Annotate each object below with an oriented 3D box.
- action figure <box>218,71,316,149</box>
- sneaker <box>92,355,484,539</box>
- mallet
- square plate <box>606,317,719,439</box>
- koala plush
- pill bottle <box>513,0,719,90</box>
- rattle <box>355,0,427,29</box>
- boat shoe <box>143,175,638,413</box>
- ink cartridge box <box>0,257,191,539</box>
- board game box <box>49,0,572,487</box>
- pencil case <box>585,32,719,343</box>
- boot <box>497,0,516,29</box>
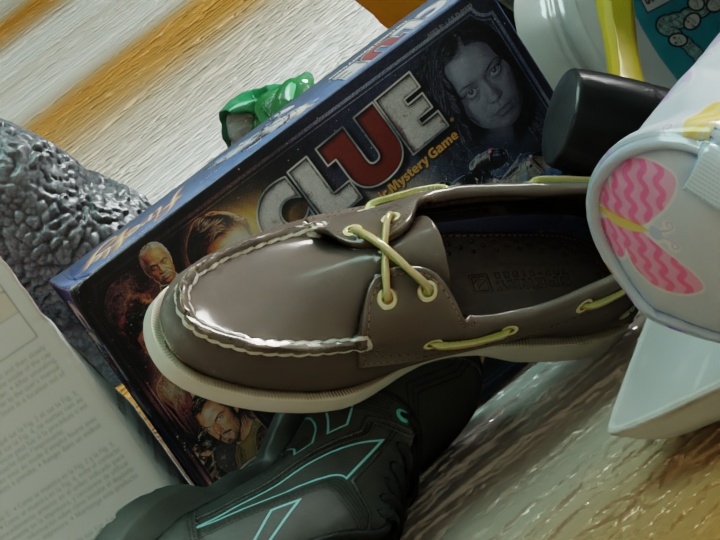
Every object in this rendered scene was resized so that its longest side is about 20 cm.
[{"bbox_3d":[-0.019,-0.038,1.138,0.117,0.055,0.200,2,-18,6],"label":"action figure"},{"bbox_3d":[-0.010,0.089,0.957,0.079,0.076,0.200,19,42,35],"label":"sneaker"},{"bbox_3d":[0.091,-0.104,1.056,0.201,0.065,0.041,-101,27,-45],"label":"mallet"},{"bbox_3d":[0.189,-0.022,0.915,0.197,0.029,0.200,-27,17,29],"label":"square plate"},{"bbox_3d":[-0.162,0.048,1.167,0.177,0.184,0.201,25,83,28],"label":"koala plush"},{"bbox_3d":[0.165,-0.134,1.144,0.199,0.111,0.111,-27,17,28],"label":"pill bottle"},{"bbox_3d":[0.097,-0.167,1.348,0.200,0.143,0.130,-41,-3,0],"label":"rattle"},{"bbox_3d":[0.020,0.003,0.960,0.199,0.072,0.060,-5,-30,-26],"label":"boat shoe"},{"bbox_3d":[-0.165,0.080,1.016,0.160,0.200,0.047,-33,16,3],"label":"ink cartridge box"},{"bbox_3d":[0.000,0.000,1.039,0.200,0.136,0.035,-38,16,-9],"label":"board game box"},{"bbox_3d":[0.155,-0.062,0.891,0.200,0.083,0.091,-47,0,-35],"label":"pencil case"},{"bbox_3d":[0.115,-0.179,1.253,0.174,0.200,0.069,-42,5,0],"label":"boot"}]
